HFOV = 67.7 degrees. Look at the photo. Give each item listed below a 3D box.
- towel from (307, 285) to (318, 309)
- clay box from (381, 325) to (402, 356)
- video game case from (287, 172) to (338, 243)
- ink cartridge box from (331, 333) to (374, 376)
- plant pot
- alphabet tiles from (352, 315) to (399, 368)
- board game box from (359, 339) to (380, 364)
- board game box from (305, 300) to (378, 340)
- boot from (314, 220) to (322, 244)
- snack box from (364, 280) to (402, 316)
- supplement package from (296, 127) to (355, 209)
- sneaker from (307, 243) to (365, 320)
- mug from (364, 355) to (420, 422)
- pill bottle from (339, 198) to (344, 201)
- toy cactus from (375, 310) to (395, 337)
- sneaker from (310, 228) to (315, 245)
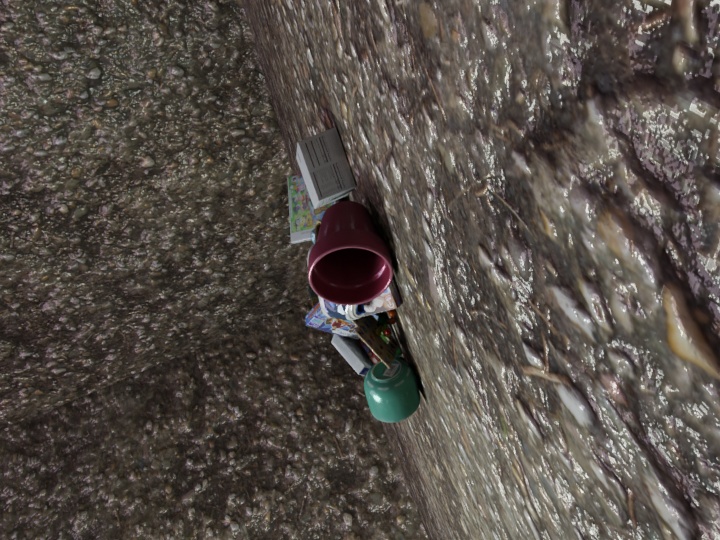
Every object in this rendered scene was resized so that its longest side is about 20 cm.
[{"bbox_3d":[-0.072,0.112,1.770,0.022,0.193,0.150,-62,35,40],"label":"towel"},{"bbox_3d":[0.080,0.231,1.666,0.201,0.046,0.118,90,156,-73],"label":"clay box"},{"bbox_3d":[-0.141,-0.197,1.599,0.022,0.176,0.209,7,-103,-57],"label":"video game case"},{"bbox_3d":[-0.012,0.260,1.704,0.200,0.041,0.198,47,-173,32],"label":"ink cartridge box"},{"bbox_3d":[-0.028,-0.052,1.255,0.204,0.192,0.183,77,-176,-48],"label":"plant pot"},{"bbox_3d":[0.026,0.163,1.477,0.200,0.008,0.167,46,-161,0],"label":"alphabet tiles"},{"bbox_3d":[0.031,0.249,1.697,0.104,0.019,0.200,52,180,-32],"label":"board game box"},{"bbox_3d":[-0.048,0.137,1.588,0.135,0.195,0.035,-45,40,33],"label":"board game box"},{"bbox_3d":[-0.041,-0.058,1.401,0.074,0.150,0.202,-61,29,23],"label":"boot"},{"bbox_3d":[0.030,0.072,1.367,0.198,0.024,0.074,-20,92,55],"label":"snack box"},{"bbox_3d":[-0.097,-0.269,1.441,0.200,0.107,0.161,-175,64,-81],"label":"supplement package"},{"bbox_3d":[-0.046,0.029,1.350,0.142,0.080,0.207,0,113,34],"label":"sneaker"},{"bbox_3d":[0.079,0.308,1.475,0.186,0.147,0.118,-124,16,-61],"label":"mug"},{"bbox_3d":[-0.102,-0.202,1.654,0.114,0.109,0.206,91,158,-71],"label":"pill bottle"},{"bbox_3d":[0.043,0.103,1.503,0.203,0.100,0.166,58,179,21],"label":"toy cactus"},{"bbox_3d":[-0.085,-0.051,1.496,0.199,0.094,0.081,43,130,27],"label":"sneaker"}]
